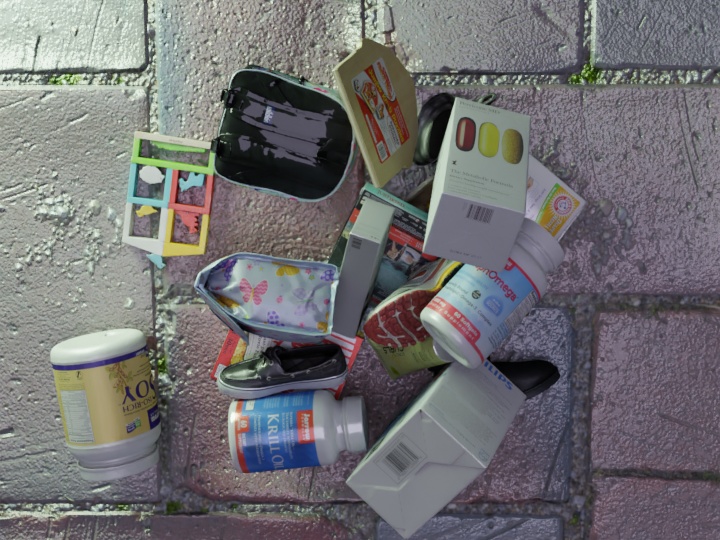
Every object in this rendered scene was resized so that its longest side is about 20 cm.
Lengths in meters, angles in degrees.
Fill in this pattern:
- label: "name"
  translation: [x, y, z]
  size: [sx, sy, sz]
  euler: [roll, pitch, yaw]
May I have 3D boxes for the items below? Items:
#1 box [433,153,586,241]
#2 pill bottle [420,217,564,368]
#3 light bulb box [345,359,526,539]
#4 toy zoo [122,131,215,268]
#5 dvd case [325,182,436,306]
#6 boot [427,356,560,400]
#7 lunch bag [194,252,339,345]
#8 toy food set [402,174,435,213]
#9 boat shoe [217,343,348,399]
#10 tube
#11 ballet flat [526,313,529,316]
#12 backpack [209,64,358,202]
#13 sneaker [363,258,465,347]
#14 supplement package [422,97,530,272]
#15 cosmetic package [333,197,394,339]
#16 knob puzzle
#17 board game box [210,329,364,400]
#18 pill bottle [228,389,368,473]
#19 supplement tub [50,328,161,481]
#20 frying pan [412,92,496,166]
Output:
- label: "box"
  translation: [0.219, -0.124, 1.554]
  size: [0.199, 0.113, 0.102]
  euler: [39, 92, -4]
- label: "pill bottle"
  translation: [0.182, 0.027, 1.428]
  size: [0.109, 0.109, 0.200]
  euler: [44, 81, -5]
- label: "light bulb box"
  translation: [0.112, 0.242, 1.514]
  size: [0.125, 0.200, 0.199]
  euler: [42, 124, 2]
- label: "toy zoo"
  translation: [-0.293, -0.103, 1.613]
  size: [0.129, 0.020, 0.203]
  euler: [8, 98, 0]
- label: "dvd case"
  translation: [0.035, -0.026, 1.562]
  size: [0.145, 0.022, 0.201]
  euler: [26, 133, -2]
- label: "boot"
  translation: [0.189, 0.130, 1.613]
  size: [0.196, 0.073, 0.164]
  euler: [-22, 97, 8]
- label: "lunch bag"
  translation: [-0.138, 0.043, 1.510]
  size: [0.197, 0.170, 0.129]
  euler: [10, 81, -6]
- label: "toy food set"
  translation: [0.145, -0.048, 1.547]
  size: [0.199, 0.143, 0.061]
  euler: [39, 66, -5]
- label: "boat shoe"
  translation: [-0.117, 0.141, 1.559]
  size: [0.197, 0.070, 0.067]
  euler: [-3, 127, 5]
- label: "tube"
  translation: [0.077, 0.123, 1.566]
  size: [0.051, 0.199, 0.059]
  euler: [11, 75, -26]
- label: "ballet flat"
  translation: [0.157, 0.065, 1.539]
  size: [0.198, 0.068, 0.073]
  euler: [-15, 120, 18]
- label: "backpack"
  translation: [-0.100, -0.195, 1.532]
  size: [0.197, 0.151, 0.180]
  euler: [17, 104, 7]
- label: "sneaker"
  translation: [0.090, 0.041, 1.497]
  size: [0.199, 0.082, 0.079]
  euler: [-30, 113, -14]
- label: "supplement package"
  translation: [0.155, -0.116, 1.388]
  size: [0.112, 0.201, 0.110]
  euler: [13, 136, -2]
- label: "cosmetic package"
  translation: [0.000, 0.000, 1.528]
  size: [0.050, 0.083, 0.201]
  euler: [18, 134, 3]
- label: "knob puzzle"
  translation: [0.028, -0.237, 1.517]
  size: [0.030, 0.219, 0.223]
  euler: [-9, 99, 32]
- label: "board game box"
  translation: [-0.112, 0.131, 1.629]
  size: [0.198, 0.046, 0.153]
  euler: [22, 98, -2]
- label: "pill bottle"
  translation: [-0.090, 0.237, 1.565]
  size: [0.197, 0.112, 0.114]
  euler: [-8, 98, 5]
- label: "supplement tub"
  translation: [-0.382, 0.201, 1.594]
  size: [0.143, 0.145, 0.203]
  euler: [-9, 98, 2]
- label: "frying pan"
  translation: [0.133, -0.227, 1.533]
  size: [0.031, 0.116, 0.190]
  euler: [21, 134, -32]
